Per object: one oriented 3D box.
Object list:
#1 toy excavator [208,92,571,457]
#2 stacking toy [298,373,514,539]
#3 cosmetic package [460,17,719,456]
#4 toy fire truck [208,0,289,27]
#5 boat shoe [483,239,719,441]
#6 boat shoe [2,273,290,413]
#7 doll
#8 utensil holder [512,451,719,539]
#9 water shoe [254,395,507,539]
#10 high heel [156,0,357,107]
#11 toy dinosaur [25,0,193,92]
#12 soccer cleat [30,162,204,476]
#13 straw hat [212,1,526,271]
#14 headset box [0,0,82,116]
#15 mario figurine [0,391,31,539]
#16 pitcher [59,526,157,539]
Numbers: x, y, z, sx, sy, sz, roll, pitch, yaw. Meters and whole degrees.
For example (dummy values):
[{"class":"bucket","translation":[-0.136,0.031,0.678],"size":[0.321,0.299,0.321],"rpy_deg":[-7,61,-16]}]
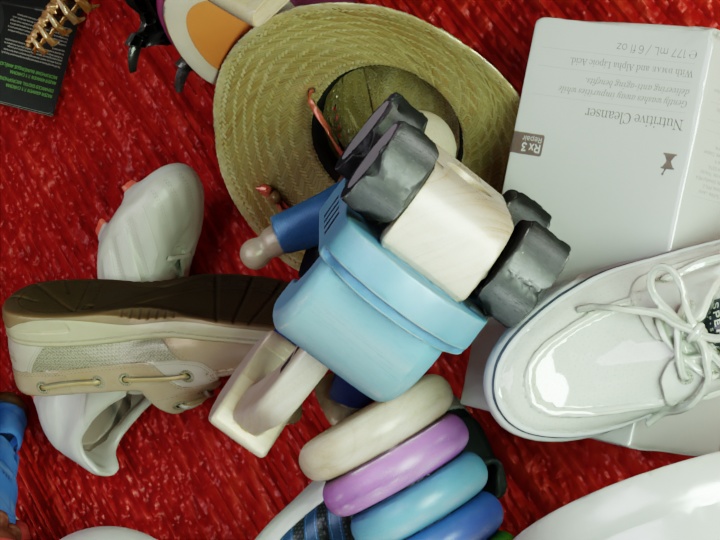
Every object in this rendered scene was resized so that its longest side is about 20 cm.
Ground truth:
[{"class":"toy excavator","translation":[-0.007,0.021,1.114],"size":[0.200,0.100,0.195],"rpy_deg":[-51,9,9]},{"class":"stacking toy","translation":[0.051,0.156,1.149],"size":[0.085,0.085,0.201],"rpy_deg":[-30,89,35]},{"class":"cosmetic package","translation":[0.130,-0.016,1.138],"size":[0.113,0.081,0.201],"rpy_deg":[9,87,42]},{"class":"toy fire truck","translation":[-0.017,-0.180,1.138],"size":[0.176,0.200,0.129],"rpy_deg":[9,96,37]},{"class":"boat shoe","translation":[0.155,0.027,1.034],"size":[0.086,0.201,0.075],"rpy_deg":[-167,60,-82]},{"class":"boat shoe","translation":[-0.105,0.044,1.323],"size":[0.199,0.072,0.065],"rpy_deg":[0,112,9]},{"class":"doll","translation":[0.000,0.000,1.212],"size":[0.049,0.136,0.200],"rpy_deg":[-102,30,-47]},{"class":"utensil holder","translation":[0.169,0.196,1.005],"size":[0.170,0.170,0.201],"rpy_deg":[-30,65,35]},{"class":"water shoe","translation":[-0.003,0.153,1.234],"size":[0.200,0.071,0.079],"rpy_deg":[-54,53,22]},{"class":"high heel","translation":[-0.059,-0.150,1.259],"size":[0.067,0.200,0.096],"rpy_deg":[-42,62,24]},{"class":"toy dinosaur","translation":[-0.113,-0.186,1.353],"size":[0.199,0.136,0.102],"rpy_deg":[-24,38,-8]},{"class":"soccer cleat","translation":[-0.132,0.030,1.386],"size":[0.078,0.069,0.200],"rpy_deg":[43,117,34]},{"class":"straw hat","translation":[0.020,-0.083,1.243],"size":[0.201,0.201,0.085],"rpy_deg":[-22,27,38]},{"class":"headset box","translation":[-0.264,-0.208,1.533],"size":[0.174,0.093,0.201],"rpy_deg":[21,96,44]},{"class":"mario figurine","translation":[-0.254,0.151,1.409],"size":[0.106,0.123,0.200],"rpy_deg":[-57,26,35]},{"class":"pitcher","translation":[-0.148,0.209,1.263],"size":[0.121,0.172,0.200],"rpy_deg":[-34,27,6]}]
